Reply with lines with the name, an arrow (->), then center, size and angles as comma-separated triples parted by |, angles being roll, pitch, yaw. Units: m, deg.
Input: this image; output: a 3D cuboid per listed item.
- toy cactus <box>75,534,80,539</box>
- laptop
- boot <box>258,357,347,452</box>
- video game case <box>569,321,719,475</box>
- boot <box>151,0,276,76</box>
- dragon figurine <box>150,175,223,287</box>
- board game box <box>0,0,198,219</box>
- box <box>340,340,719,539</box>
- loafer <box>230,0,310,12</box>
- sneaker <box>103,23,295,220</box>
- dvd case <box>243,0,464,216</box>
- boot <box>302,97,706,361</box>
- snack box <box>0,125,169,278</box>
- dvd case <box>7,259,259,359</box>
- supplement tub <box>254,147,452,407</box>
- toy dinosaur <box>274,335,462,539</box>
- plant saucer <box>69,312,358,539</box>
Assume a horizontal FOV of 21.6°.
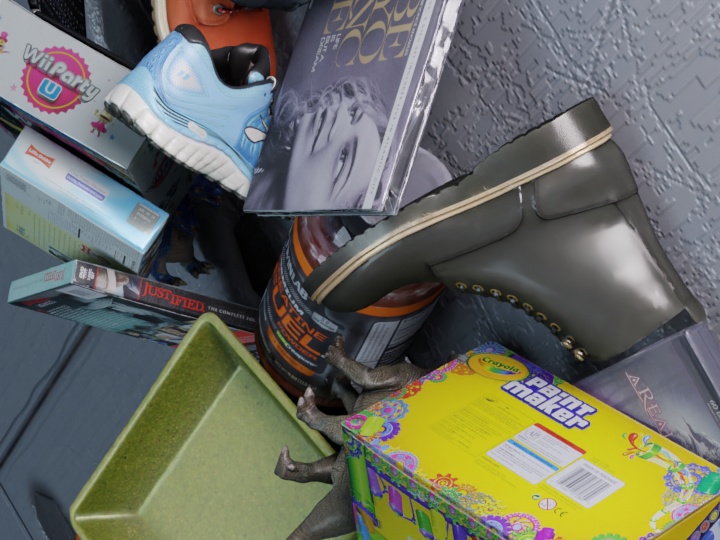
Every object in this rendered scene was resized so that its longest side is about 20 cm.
toy cactus -> -0.178, 0.282, 1.776 | 0.200, 0.102, 0.165 | 12, 143, 51
laptop -> -0.170, -0.189, 1.343 | 0.177, 0.103, 0.200 | 75, -171, -78
boot -> 0.025, 0.126, 1.303 | 0.200, 0.076, 0.168 | 61, 155, -12
video game case -> 0.169, 0.119, 1.067 | 0.143, 0.019, 0.200 | 61, 152, 4
boot -> -0.085, -0.189, 1.230 | 0.107, 0.075, 0.200 | 11, 122, 49
dragon figurine -> -0.173, -0.044, 1.500 | 0.200, 0.059, 0.100 | 18, 127, 46
board game box -> -0.195, -0.109, 1.324 | 0.147, 0.064, 0.200 | 31, 171, 6
box -> 0.104, 0.178, 1.076 | 0.200, 0.122, 0.193 | 30, 137, 44
loafer -> -0.011, -0.205, 1.110 | 0.200, 0.070, 0.068 | -21, 56, 49
sneaker -> -0.072, -0.097, 1.218 | 0.078, 0.090, 0.200 | 37, -175, 34
dvd case -> -0.006, -0.103, 1.110 | 0.200, 0.016, 0.149 | 4, 75, 64
boot -> 0.078, 0.012, 1.054 | 0.200, 0.077, 0.138 | -30, 92, 28
snack box -> -0.202, -0.036, 1.367 | 0.116, 0.037, 0.200 | 32, 165, -3
dvd case -> -0.148, 0.034, 1.418 | 0.146, 0.200, 0.022 | -14, 64, 61
supplement tub -> 0.000, 0.000, 1.212 | 0.107, 0.107, 0.200 | 52, 149, 18
toy dinosaur -> 0.012, 0.104, 1.157 | 0.102, 0.200, 0.077 | 24, 141, 16
plant saucer -> -0.083, 0.164, 1.268 | 0.200, 0.048, 0.200 | 47, 115, 26
